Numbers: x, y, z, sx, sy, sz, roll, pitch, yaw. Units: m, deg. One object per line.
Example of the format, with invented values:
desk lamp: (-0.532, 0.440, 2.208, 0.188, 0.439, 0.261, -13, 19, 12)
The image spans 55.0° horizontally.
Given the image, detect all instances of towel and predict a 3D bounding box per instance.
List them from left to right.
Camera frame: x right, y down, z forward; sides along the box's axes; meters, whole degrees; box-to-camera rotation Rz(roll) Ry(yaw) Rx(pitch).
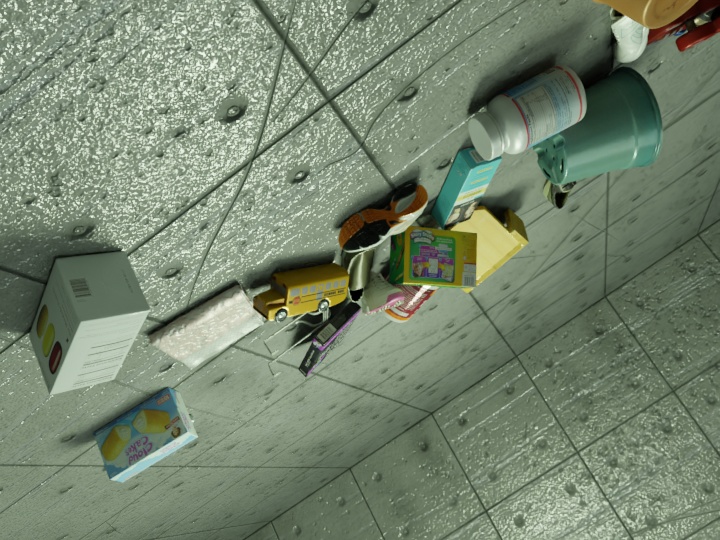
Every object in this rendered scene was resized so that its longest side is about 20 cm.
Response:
towel: (-0.298, 0.117, 1.383, 0.197, 0.033, 0.192, -31, 157, -5)

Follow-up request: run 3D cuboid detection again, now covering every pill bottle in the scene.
pill bottle: (0.125, 0.021, 1.617, 0.111, 0.114, 0.201, -7, 147, -43)
pill bottle: (0.298, -0.280, 1.246, 0.197, 0.110, 0.109, -28, 157, -8)

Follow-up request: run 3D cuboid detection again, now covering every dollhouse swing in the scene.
dollhouse swing: (0.279, -0.084, 1.703, 0.200, 0.175, 0.183, -42, -164, 23)

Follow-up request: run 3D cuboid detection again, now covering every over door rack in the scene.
over door rack: (-0.143, 0.119, 1.514, 0.200, 0.066, 0.149, -46, 163, -22)

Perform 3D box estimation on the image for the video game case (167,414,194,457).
video game case: (-0.529, 0.443, 1.747, 0.179, 0.023, 0.201, -10, 149, -41)

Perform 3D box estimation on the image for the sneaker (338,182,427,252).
sneaker: (0.049, -0.088, 1.364, 0.197, 0.077, 0.092, -29, 161, -3)

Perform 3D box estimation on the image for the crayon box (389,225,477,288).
crayon box: (0.159, -0.027, 1.486, 0.196, 0.122, 0.058, 4, 176, -29)

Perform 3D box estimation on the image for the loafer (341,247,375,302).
loafer: (0.000, 0.000, 1.473, 0.074, 0.070, 0.201, -22, 155, -21)

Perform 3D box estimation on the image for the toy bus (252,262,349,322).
toy bus: (-0.118, 0.042, 1.391, 0.197, 0.065, 0.080, -11, 121, -40)

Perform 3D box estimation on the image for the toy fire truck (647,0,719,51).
toy fire truck: (0.600, -0.470, 1.280, 0.197, 0.114, 0.168, -27, -177, -13)

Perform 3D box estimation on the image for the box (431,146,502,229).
box: (0.216, -0.172, 1.430, 0.081, 0.050, 0.201, -21, 154, -23)

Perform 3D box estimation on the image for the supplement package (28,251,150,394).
supplement package: (-0.418, 0.082, 1.058, 0.108, 0.115, 0.201, -9, 148, -44)

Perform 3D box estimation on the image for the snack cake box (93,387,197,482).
snack cake box: (-0.479, 0.367, 1.543, 0.197, 0.116, 0.067, -31, 157, -2)

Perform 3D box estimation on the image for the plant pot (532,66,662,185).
plant pot: (0.457, -0.272, 1.375, 0.192, 0.204, 0.201, -20, 156, -6)

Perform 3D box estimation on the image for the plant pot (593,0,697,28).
plant pot: (0.434, -0.460, 1.020, 0.197, 0.142, 0.201, -27, 156, -13)

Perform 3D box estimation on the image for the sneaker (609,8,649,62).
sneaker: (0.472, -0.441, 1.219, 0.078, 0.072, 0.201, -7, 159, 2)

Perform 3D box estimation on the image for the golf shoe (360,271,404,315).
golf shoe: (0.037, 0.046, 1.523, 0.074, 0.094, 0.200, -16, 178, -19)

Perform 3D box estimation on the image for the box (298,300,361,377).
box: (-0.077, 0.167, 1.679, 0.143, 0.036, 0.201, -43, 169, -34)

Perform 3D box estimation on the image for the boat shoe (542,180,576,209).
boat shoe: (0.488, -0.219, 1.657, 0.072, 0.066, 0.201, -28, 156, -4)
